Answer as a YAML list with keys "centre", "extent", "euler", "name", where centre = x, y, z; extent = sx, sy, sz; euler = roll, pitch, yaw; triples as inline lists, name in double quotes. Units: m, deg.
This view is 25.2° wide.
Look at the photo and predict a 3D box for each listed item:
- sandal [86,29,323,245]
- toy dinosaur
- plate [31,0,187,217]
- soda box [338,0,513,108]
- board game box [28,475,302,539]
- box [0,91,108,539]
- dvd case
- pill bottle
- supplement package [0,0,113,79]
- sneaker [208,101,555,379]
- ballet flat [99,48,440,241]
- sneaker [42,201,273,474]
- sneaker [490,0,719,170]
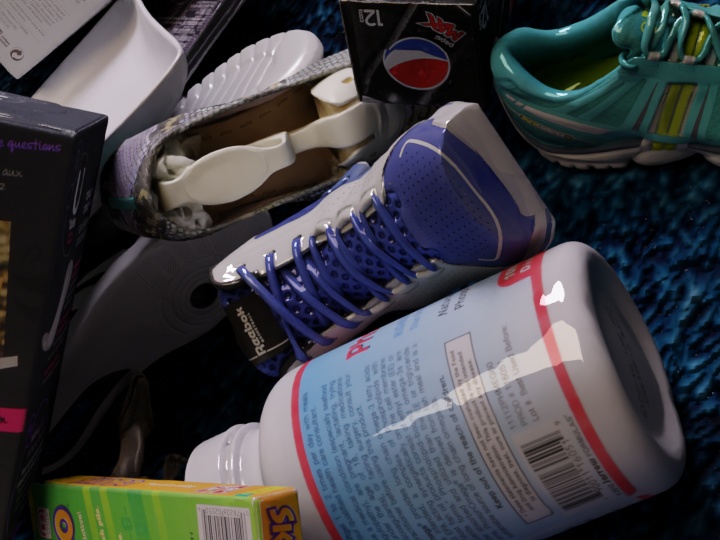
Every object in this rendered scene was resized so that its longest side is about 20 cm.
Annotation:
- centre: [-0.085, -0.072, 0.927]
  extent: [0.202, 0.050, 0.083]
  euler: [-30, 32, 35]
  name: "sandal"
- centre: [-0.143, 0.148, 0.816]
  extent: [0.101, 0.058, 0.201]
  euler: [4, 55, 56]
  name: "toy dinosaur"
- centre: [-0.173, -0.062, 0.915]
  extent: [0.200, 0.032, 0.200]
  euler: [-49, 25, 4]
  name: "plate"
- centre: [0.048, -0.170, 0.838]
  extent: [0.070, 0.064, 0.201]
  euler: [4, 45, 14]
  name: "soda box"
- centre: [-0.086, 0.138, 0.685]
  extent: [0.199, 0.030, 0.096]
  euler: [-7, 90, 50]
  name: "board game box"
- centre: [-0.194, 0.017, 0.763]
  extent: [0.122, 0.105, 0.202]
  euler: [-107, 29, -81]
  name: "box"
- centre: [-0.150, -0.108, 0.997]
  extent: [0.201, 0.016, 0.148]
  euler: [-56, 29, -11]
  name: "dvd case"
- centre: [0.028, 0.075, 0.687]
  extent: [0.199, 0.109, 0.109]
  euler: [-25, 47, 20]
  name: "pill bottle"
- centre: [-0.182, -0.251, 1.017]
  extent: [0.200, 0.152, 0.151]
  euler: [-39, 13, 7]
  name: "supplement package"
- centre: [0.000, 0.000, 0.725]
  extent: [0.115, 0.081, 0.199]
  euler: [-39, 6, -21]
  name: "sneaker"
- centre: [-0.033, -0.064, 0.819]
  extent: [0.199, 0.072, 0.072]
  euler: [-23, 41, -17]
  name: "ballet flat"
- centre: [-0.146, 0.009, 0.893]
  extent: [0.200, 0.073, 0.112]
  euler: [-43, 43, 3]
  name: "sneaker"
- centre: [0.151, -0.092, 0.737]
  extent: [0.199, 0.080, 0.078]
  euler: [-8, 55, 32]
  name: "sneaker"
